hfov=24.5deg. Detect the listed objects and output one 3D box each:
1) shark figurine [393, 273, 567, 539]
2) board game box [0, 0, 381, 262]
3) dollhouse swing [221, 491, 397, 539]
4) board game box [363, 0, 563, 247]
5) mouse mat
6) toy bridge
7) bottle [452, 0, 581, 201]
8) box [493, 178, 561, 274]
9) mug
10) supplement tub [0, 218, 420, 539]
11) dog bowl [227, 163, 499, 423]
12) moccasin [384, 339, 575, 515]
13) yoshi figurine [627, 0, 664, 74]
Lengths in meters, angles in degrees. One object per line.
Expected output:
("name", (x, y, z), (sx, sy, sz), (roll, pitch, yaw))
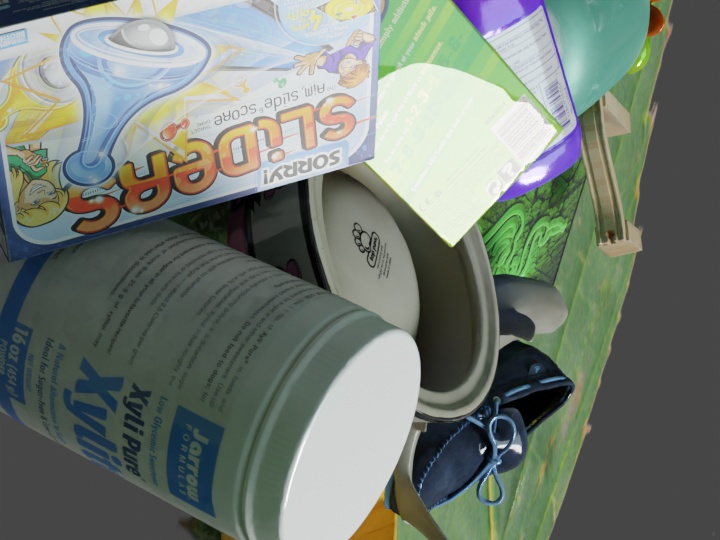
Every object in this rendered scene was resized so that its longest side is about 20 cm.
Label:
("shark figurine", (0.071, 0.063, 1.043), (0.128, 0.089, 0.215), (53, 56, -30))
("board game box", (-0.086, -0.090, 0.798), (0.199, 0.035, 0.136), (-18, 136, -19))
("dollhouse swing", (-0.020, 0.165, 1.076), (0.181, 0.176, 0.201), (-14, 134, -14))
("board game box", (0.024, -0.103, 0.904), (0.096, 0.030, 0.200), (-46, 132, 2))
("mouse mat", (0.114, -0.018, 1.183), (0.200, 0.007, 0.162), (-20, 129, -58))
("toy bridge", (0.174, -0.115, 1.199), (0.067, 0.027, 0.201), (26, 58, -60))
("bottle", (0.068, -0.142, 0.974), (0.083, 0.065, 0.201), (-29, 119, -12))
("box", (0.071, -0.049, 1.194), (0.200, 0.100, 0.075), (-50, 151, -31))
("mug", (0.087, -0.174, 1.086), (0.114, 0.185, 0.152), (-41, 177, -43))
("supplement tub", (-0.085, 0.050, 0.843), (0.132, 0.199, 0.132), (-44, 147, -39))
("dog bowl", (0.000, 0.000, 0.965), (0.200, 0.073, 0.201), (36, 45, -45))
("moccasin", (0.088, 0.107, 1.150), (0.200, 0.068, 0.081), (-43, 150, -43))
("yoshi figurine", (0.147, -0.230, 1.164), (0.112, 0.112, 0.201), (-5, 81, -21))
